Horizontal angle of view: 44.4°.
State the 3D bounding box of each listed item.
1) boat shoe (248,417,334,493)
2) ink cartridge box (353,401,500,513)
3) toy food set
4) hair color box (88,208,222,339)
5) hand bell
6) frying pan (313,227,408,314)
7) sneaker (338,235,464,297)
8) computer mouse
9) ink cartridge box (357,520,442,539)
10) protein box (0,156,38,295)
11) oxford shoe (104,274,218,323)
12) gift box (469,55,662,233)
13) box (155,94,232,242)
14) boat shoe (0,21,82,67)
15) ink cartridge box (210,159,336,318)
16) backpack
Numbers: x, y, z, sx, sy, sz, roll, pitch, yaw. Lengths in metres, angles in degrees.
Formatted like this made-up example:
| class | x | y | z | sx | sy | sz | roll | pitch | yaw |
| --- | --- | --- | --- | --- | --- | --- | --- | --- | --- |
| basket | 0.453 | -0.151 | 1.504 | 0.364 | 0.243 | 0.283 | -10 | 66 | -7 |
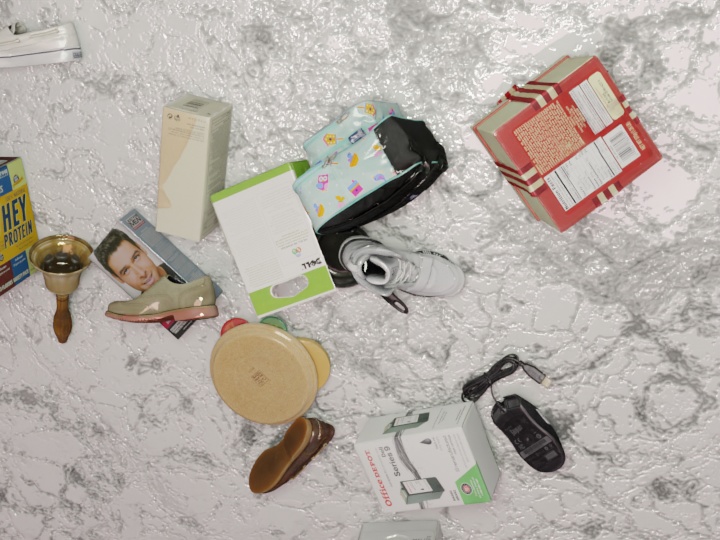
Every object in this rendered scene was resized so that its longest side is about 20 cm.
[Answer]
| class | x | y | z | sx | sy | sz | roll | pitch | yaw |
| --- | --- | --- | --- | --- | --- | --- | --- | --- | --- |
| boat shoe | -0.120 | 0.329 | 1.536 | 0.070 | 0.071 | 0.200 | 15 | 132 | -39 |
| ink cartridge box | 0.109 | 0.310 | 1.450 | 0.199 | 0.084 | 0.147 | -15 | 108 | 27 |
| toy food set | -0.163 | 0.170 | 1.488 | 0.197 | 0.049 | 0.201 | 32 | 117 | -1 |
| hair color box | -0.337 | 0.006 | 1.454 | 0.200 | 0.061 | 0.099 | 43 | 115 | -6 |
| hand bell | -0.512 | 0.050 | 1.513 | 0.103 | 0.104 | 0.201 | 18 | 127 | 5 |
| frying pan | 0.004 | -0.016 | 1.377 | 0.189 | 0.031 | 0.116 | 19 | 115 | 2 |
| sneaker | 0.065 | 0.006 | 1.308 | 0.198 | 0.115 | 0.076 | 15 | 102 | -7 |
| computer mouse | 0.271 | 0.219 | 1.406 | 0.200 | 0.046 | 0.141 | 44 | 124 | 5 |
| ink cartridge box | 0.076 | 0.565 | 1.545 | 0.145 | 0.146 | 0.202 | -7 | 111 | 16 |
| protein box | -0.663 | -0.076 | 1.456 | 0.198 | 0.135 | 0.200 | 2 | 113 | 13 |
| oxford shoe | -0.317 | 0.046 | 1.407 | 0.198 | 0.071 | 0.075 | -4 | 87 | 16 |
| gift box | 0.278 | -0.173 | 1.163 | 0.199 | 0.187 | 0.185 | -32 | 101 | 4 |
| box | -0.255 | -0.156 | 1.346 | 0.077 | 0.095 | 0.202 | 14 | 114 | 8 |
| boat shoe | -0.525 | -0.345 | 1.343 | 0.198 | 0.072 | 0.066 | 0 | 108 | 13 |
| ink cartridge box | -0.121 | -0.048 | 1.344 | 0.147 | 0.076 | 0.201 | -19 | 93 | 21 |
| backpack | 0.001 | -0.142 | 1.247 | 0.200 | 0.176 | 0.154 | -39 | 83 | 23 |
